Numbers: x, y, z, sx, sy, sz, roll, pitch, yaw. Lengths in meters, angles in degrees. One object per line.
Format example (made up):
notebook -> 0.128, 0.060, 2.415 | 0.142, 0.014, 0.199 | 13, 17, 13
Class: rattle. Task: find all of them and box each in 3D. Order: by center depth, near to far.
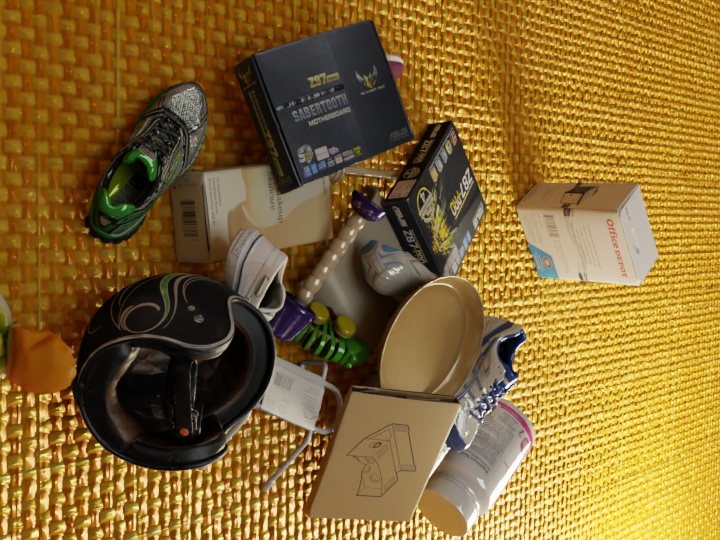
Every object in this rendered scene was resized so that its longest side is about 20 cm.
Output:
rattle -> -0.376, 0.056, 0.861 | 0.131, 0.142, 0.200 | -50, 135, -9

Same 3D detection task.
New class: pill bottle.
pill bottle -> 0.175, 0.299, 1.489 | 0.200, 0.112, 0.115 | -46, 124, -34

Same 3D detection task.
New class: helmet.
helmet -> -0.192, 0.096, 1.018 | 0.191, 0.195, 0.204 | -74, 151, -69

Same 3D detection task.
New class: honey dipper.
honey dipper -> 0.001, -0.133, 1.329 | 0.198, 0.037, 0.039 | 1, 92, -51

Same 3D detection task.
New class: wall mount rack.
wall mount rack -> -0.113, 0.178, 1.202 | 0.199, 0.074, 0.177 | 32, 67, -44

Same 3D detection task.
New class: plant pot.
plant pot -> 0.090, 0.100, 1.295 | 0.198, 0.027, 0.204 | -21, 121, -38

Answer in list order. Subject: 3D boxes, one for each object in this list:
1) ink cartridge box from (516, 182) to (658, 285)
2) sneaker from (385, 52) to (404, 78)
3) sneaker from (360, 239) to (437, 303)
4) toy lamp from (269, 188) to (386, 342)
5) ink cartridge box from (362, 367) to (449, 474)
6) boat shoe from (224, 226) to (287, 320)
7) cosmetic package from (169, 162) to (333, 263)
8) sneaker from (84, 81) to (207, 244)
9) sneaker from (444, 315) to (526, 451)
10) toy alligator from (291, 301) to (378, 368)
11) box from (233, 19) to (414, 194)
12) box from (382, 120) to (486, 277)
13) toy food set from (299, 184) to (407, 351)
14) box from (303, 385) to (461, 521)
ink cartridge box -> 0.376, -0.063, 1.617 | 0.086, 0.197, 0.148 | -45, 123, -34
sneaker -> -0.020, -0.232, 1.271 | 0.197, 0.074, 0.092 | -15, 102, -36
sneaker -> 0.065, 0.012, 1.313 | 0.199, 0.071, 0.073 | 35, 26, -56
toy lamp -> -0.046, -0.003, 1.189 | 0.058, 0.058, 0.202 | 30, 95, -43
ink cartridge box -> 0.082, 0.192, 1.401 | 0.200, 0.083, 0.146 | -47, 126, -35
boat shoe -> -0.119, 0.030, 1.106 | 0.074, 0.066, 0.201 | -57, 171, -25
cosmetic package -> -0.126, -0.075, 1.164 | 0.198, 0.070, 0.108 | -15, 104, -45
sneaker -> -0.218, -0.121, 1.037 | 0.077, 0.085, 0.203 | 31, 66, -13
sneaker -> 0.174, 0.160, 1.376 | 0.075, 0.087, 0.204 | 33, 69, -47
toy alligator -> -0.027, 0.099, 1.253 | 0.198, 0.059, 0.055 | 29, 32, -19
box -> -0.039, -0.200, 1.169 | 0.198, 0.051, 0.161 | -26, 97, -38
box -> 0.112, -0.094, 1.412 | 0.201, 0.048, 0.163 | -59, 134, -43
toy food set -> 0.000, 0.000, 1.327 | 0.145, 0.059, 0.201 | 60, 44, -31
box -> 0.027, 0.245, 1.279 | 0.160, 0.021, 0.203 | 8, 116, -26
